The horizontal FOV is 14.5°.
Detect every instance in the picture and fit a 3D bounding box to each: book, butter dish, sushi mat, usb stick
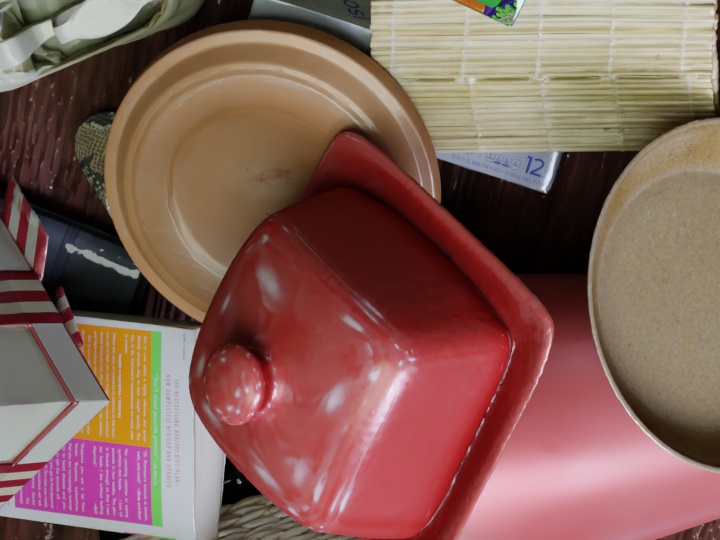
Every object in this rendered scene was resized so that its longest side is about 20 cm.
[{"bbox_3d":[-0.177,0.092,1.759,0.199,0.048,0.134,6,94,29],"label":"book"},{"bbox_3d":[-0.024,0.054,1.557,0.200,0.148,0.200,44,124,31],"label":"butter dish"},{"bbox_3d":[0.105,-0.112,1.616,0.199,0.012,0.096,0,116,7],"label":"sushi mat"},{"bbox_3d":[-0.225,-0.024,1.775,0.199,0.033,0.056,22,119,-2],"label":"usb stick"}]

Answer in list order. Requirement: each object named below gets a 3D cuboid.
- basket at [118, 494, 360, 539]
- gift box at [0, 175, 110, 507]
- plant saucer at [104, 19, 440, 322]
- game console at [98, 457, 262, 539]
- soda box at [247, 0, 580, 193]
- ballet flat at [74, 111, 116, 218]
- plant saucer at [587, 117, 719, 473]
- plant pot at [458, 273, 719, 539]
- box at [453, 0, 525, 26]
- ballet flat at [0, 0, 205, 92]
[{"bbox_3d":[-0.045,0.256,1.750,0.199,0.161,0.199,-18,119,-14],"label":"basket"},{"bbox_3d":[-0.278,0.048,1.689,0.184,0.186,0.200,-38,69,28],"label":"gift box"},{"bbox_3d":[-0.053,-0.047,1.649,0.199,0.032,0.201,6,117,11],"label":"plant saucer"},{"bbox_3d":[-0.072,0.188,1.870,0.175,0.116,0.201,-14,119,-17],"label":"game console"},{"bbox_3d":[0.029,-0.115,1.668,0.199,0.063,0.068,17,117,0],"label":"soda box"},{"bbox_3d":[-0.096,-0.018,1.733,0.200,0.075,0.068,41,114,-12],"label":"ballet flat"},{"bbox_3d":[0.201,0.015,1.602,0.200,0.200,0.035,50,155,-17],"label":"plant saucer"},{"bbox_3d":[0.131,0.087,1.695,0.177,0.201,0.201,-8,116,1],"label":"plant pot"},{"bbox_3d":[0.044,-0.276,1.551,0.192,0.122,0.200,24,118,-2],"label":"box"},{"bbox_3d":[-0.186,-0.146,1.687,0.199,0.070,0.070,-19,113,18],"label":"ballet flat"}]
